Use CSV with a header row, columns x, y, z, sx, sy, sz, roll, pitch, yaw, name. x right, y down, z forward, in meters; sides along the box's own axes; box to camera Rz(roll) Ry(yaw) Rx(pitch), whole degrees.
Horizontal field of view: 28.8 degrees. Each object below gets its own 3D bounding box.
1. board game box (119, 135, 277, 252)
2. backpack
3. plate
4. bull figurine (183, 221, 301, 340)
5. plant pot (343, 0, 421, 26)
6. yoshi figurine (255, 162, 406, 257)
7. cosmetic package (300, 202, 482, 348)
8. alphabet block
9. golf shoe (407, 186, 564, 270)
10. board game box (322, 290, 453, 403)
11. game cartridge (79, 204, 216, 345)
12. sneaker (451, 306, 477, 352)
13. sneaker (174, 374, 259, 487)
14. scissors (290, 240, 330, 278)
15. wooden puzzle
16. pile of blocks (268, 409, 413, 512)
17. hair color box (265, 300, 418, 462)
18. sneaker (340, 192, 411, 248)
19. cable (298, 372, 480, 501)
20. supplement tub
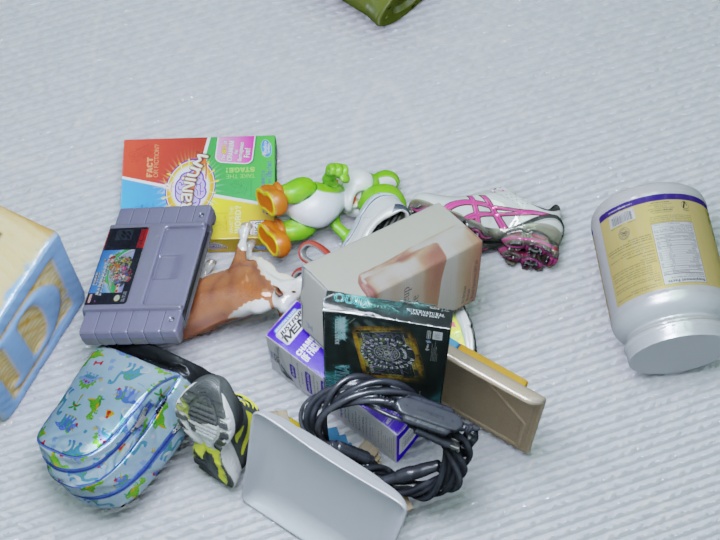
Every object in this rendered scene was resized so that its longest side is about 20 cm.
x,y,z,sx,sy,sz,roll,pitch,yaw,name
-0.208,-0.098,1.814,0.200,0.040,0.153,-2,65,0,board game box
-0.282,0.177,1.639,0.163,0.154,0.200,21,80,33,backpack
-0.039,0.252,1.568,0.199,0.200,0.032,30,53,14,plate
-0.158,0.018,1.714,0.200,0.065,0.122,-20,56,22,bull figurine
0.008,-0.441,1.901,0.200,0.200,0.193,-39,82,-15,plant pot
-0.024,-0.078,1.754,0.200,0.112,0.112,-17,77,-28,yoshi figurine
0.036,0.015,1.621,0.200,0.103,0.087,-26,51,-26,cosmetic package
-0.476,0.031,1.679,0.200,0.195,0.196,25,66,11,alphabet block
0.159,-0.067,1.779,0.200,0.073,0.092,16,60,-2,golf shoe
0.026,0.092,1.513,0.135,0.200,0.028,9,58,4,board game box
-0.257,0.002,1.690,0.130,0.038,0.200,1,50,11,game cartridge
0.083,0.061,1.719,0.090,0.078,0.200,-19,55,-7,sneaker
-0.158,0.167,1.610,0.074,0.200,0.085,26,57,16,sneaker
-0.015,0.041,1.676,0.200,0.014,0.073,41,112,30,scissors
0.126,0.130,1.613,0.185,0.200,0.037,29,72,14,wooden puzzle
-0.029,0.233,1.651,0.200,0.062,0.082,39,59,9,pile of blocks
-0.016,0.132,1.666,0.200,0.109,0.065,35,70,15,hair color box
0.000,0.000,1.708,0.073,0.071,0.200,19,96,-21,sneaker
0.026,0.187,1.561,0.200,0.163,0.051,17,46,-5,cable
0.365,0.010,1.695,0.145,0.145,0.200,-7,66,-2,supplement tub
